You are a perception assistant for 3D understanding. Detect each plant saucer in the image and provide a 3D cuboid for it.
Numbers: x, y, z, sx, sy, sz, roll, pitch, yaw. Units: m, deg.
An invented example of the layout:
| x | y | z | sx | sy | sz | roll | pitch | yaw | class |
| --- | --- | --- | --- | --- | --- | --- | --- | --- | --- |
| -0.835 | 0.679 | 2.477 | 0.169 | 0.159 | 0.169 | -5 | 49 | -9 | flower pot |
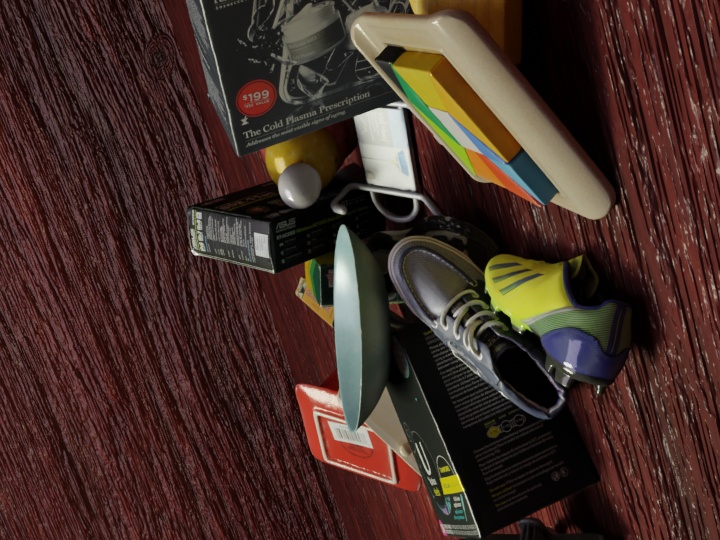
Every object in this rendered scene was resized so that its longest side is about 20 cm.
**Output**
| x | y | z | sx | sy | sz | roll | pitch | yaw | class |
| --- | --- | --- | --- | --- | --- | --- | --- | --- | --- |
| 0.003 | 0.056 | 0.947 | 0.201 | 0.038 | 0.206 | 177 | 90 | -82 | plant saucer |

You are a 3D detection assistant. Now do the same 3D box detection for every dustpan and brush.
| x | y | z | sx | sy | sz | roll | pitch | yaw | class |
| --- | --- | --- | --- | --- | --- | --- | --- | --- | --- |
| 0.177 | 0.271 | 0.956 | 0.200 | 0.137 | 0.058 | 54 | -146 | -59 | dustpan and brush |

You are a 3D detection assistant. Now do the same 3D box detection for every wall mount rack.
| x | y | z | sx | sy | sz | roll | pitch | yaw | class |
| --- | --- | --- | --- | --- | --- | --- | --- | --- | --- |
| 0.037 | -0.112 | 1.012 | 0.171 | 0.075 | 0.203 | 12 | 133 | 30 | wall mount rack |

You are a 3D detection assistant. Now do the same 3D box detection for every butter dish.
| x | y | z | sx | sy | sz | roll | pitch | yaw | class |
| --- | --- | --- | --- | --- | --- | --- | --- | --- | --- |
| 0.020 | 0.218 | 1.492 | 0.196 | 0.149 | 0.202 | 13 | 139 | 22 | butter dish |

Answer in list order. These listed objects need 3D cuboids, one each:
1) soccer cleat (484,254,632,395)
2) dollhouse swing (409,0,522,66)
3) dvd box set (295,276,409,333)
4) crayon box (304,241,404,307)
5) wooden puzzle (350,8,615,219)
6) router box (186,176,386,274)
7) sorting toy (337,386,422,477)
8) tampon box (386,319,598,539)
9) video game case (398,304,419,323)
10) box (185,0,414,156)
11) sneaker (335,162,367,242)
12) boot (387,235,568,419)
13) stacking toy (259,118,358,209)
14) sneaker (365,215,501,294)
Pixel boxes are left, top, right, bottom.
| x | y | z | sx | sy | sz | roll | pitch | yaw | class |
| --- | --- | --- | --- | --- | --- | --- | --- | --- | --- |
| 0.155 | 0.020 | 0.753 | 0.200 | 0.063 | 0.085 | -122 | 48 | -65 | soccer cleat |
| 0.017 | -0.240 | 0.670 | 0.201 | 0.178 | 0.179 | -126 | 39 | -48 | dollhouse swing |
| 0.005 | 0.060 | 1.211 | 0.030 | 0.144 | 0.200 | -67 | 19 | 3 | dvd box set |
| 0.000 | 0.000 | 1.164 | 0.200 | 0.124 | 0.052 | -132 | 40 | -78 | crayon box |
| 0.078 | -0.114 | 0.709 | 0.185 | 0.037 | 0.200 | 45 | 175 | -21 | wooden puzzle |
| -0.085 | -0.063 | 1.151 | 0.148 | 0.198 | 0.063 | 11 | 113 | 41 | router box |
| 0.064 | 0.169 | 1.206 | 0.200 | 0.107 | 0.180 | 44 | 179 | -14 | sorting toy |
| 0.113 | 0.139 | 0.940 | 0.150 | 0.124 | 0.203 | 119 | 129 | -74 | tampon box |
| 0.094 | 0.078 | 1.184 | 0.200 | 0.017 | 0.145 | 111 | 137 | -73 | video game case |
| -0.053 | -0.233 | 0.884 | 0.184 | 0.197 | 0.105 | 81 | 164 | -48 | box |
| -0.008 | -0.057 | 1.308 | 0.105 | 0.075 | 0.201 | 49 | 154 | 17 | sneaker |
| 0.102 | 0.044 | 0.829 | 0.199 | 0.073 | 0.090 | 42 | -177 | 4 | boot |
| -0.067 | -0.133 | 1.115 | 0.202 | 0.143 | 0.148 | -89 | -10 | -51 | stacking toy |
| 0.084 | -0.014 | 0.964 | 0.199 | 0.087 | 0.079 | 1 | 92 | 57 | sneaker |
